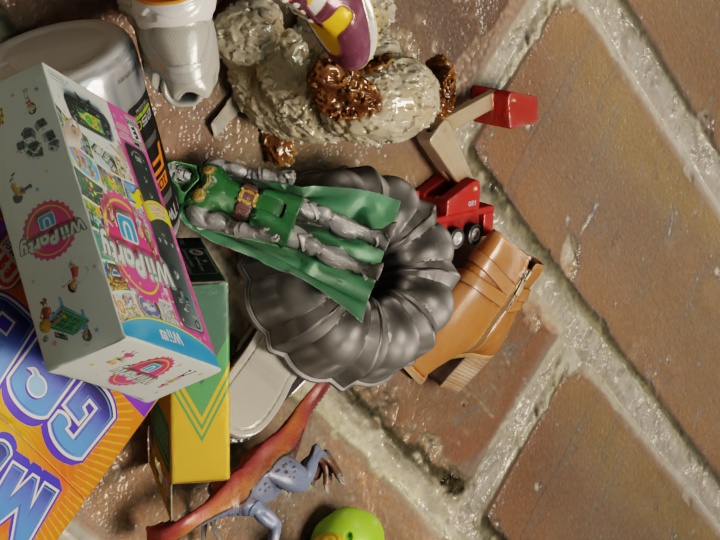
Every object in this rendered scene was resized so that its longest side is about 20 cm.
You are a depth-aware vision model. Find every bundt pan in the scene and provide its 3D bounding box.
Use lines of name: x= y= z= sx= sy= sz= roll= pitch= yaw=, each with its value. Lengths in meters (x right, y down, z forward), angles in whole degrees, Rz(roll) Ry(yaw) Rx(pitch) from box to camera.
bundt pan: x=0.000 y=0.000 z=1.799 sx=0.202 sy=0.076 sz=0.202 roll=6 pitch=78 yaw=-26

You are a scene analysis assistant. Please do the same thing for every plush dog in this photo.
plush dog: x=-0.015 y=-0.150 z=1.725 sx=0.200 sy=0.172 sz=0.161 roll=-13 pitch=112 yaw=-46

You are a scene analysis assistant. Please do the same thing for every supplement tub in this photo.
supplement tub: x=-0.207 y=-0.077 z=1.577 sx=0.123 sy=0.122 sz=0.200 roll=-36 pitch=127 yaw=-35

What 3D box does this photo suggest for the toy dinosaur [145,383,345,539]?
toy dinosaur: x=-0.108 y=0.181 z=1.795 sx=0.181 sy=0.105 sz=0.200 roll=3 pitch=89 yaw=-54

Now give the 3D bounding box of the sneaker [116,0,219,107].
sneaker: x=-0.143 y=-0.171 z=1.582 sx=0.076 sy=0.200 sz=0.092 roll=-8 pitch=101 yaw=-3

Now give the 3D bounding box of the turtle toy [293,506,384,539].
turtle toy: x=-0.040 y=0.297 z=1.899 sx=0.200 sy=0.101 sz=0.146 roll=-45 pitch=129 yaw=-29

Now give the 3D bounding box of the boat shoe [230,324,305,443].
boat shoe: x=-0.068 y=0.072 z=1.827 sx=0.074 sy=0.060 sz=0.200 roll=40 pitch=63 yaw=-9

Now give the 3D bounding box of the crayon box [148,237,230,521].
crayon box: x=-0.141 y=0.086 z=1.698 sx=0.052 sy=0.126 sz=0.200 roll=-3 pitch=108 yaw=-14

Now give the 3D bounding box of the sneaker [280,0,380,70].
sneaker: x=-0.056 y=-0.223 z=1.558 sx=0.090 sy=0.075 sz=0.200 roll=-38 pitch=122 yaw=-22

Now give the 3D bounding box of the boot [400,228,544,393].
boot: x=0.086 y=0.028 z=1.945 sx=0.155 sy=0.074 sz=0.200 roll=-54 pitch=154 yaw=8

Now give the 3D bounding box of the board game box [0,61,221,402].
board game box: x=-0.177 y=-0.022 z=1.398 sx=0.148 sy=0.064 sz=0.200 roll=28 pitch=41 yaw=-67

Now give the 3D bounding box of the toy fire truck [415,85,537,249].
toy fire truck: x=0.081 y=-0.093 z=1.944 sx=0.200 sy=0.049 sz=0.141 roll=-13 pitch=112 yaw=-44

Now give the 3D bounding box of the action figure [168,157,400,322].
action figure: x=-0.073 y=-0.046 z=1.714 sx=0.055 sy=0.200 sz=0.118 roll=117 pitch=-8 yaw=-59

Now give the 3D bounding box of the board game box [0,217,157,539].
board game box: x=-0.306 y=0.081 z=1.460 sx=0.200 sy=0.200 sz=0.200 roll=-55 pitch=135 yaw=-20
